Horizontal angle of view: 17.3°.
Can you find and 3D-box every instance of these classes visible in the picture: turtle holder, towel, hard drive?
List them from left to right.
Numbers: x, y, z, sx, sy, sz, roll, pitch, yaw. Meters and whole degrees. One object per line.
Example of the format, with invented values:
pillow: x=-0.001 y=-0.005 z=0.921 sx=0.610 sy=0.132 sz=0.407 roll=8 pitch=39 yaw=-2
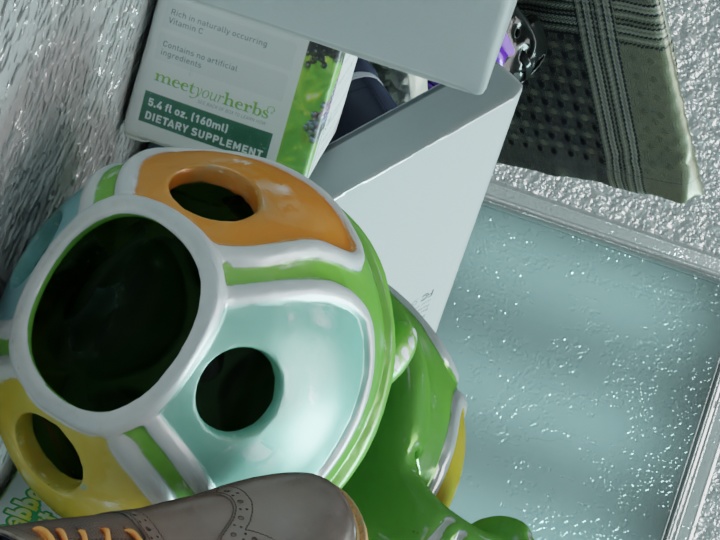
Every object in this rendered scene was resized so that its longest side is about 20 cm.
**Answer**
turtle holder: x=-0.079 y=0.038 z=0.836 sx=0.185 sy=0.141 sz=0.132 roll=-34 pitch=162 yaw=7
turtle holder: x=-0.010 y=0.064 z=0.962 sx=0.132 sy=0.185 sz=0.141 roll=35 pitch=61 yaw=-59
hard drive: x=0.000 y=0.000 z=1.099 sx=0.132 sy=0.027 sz=0.200 roll=-31 pitch=155 yaw=-30
towel: x=0.089 y=-0.137 z=1.239 sx=0.035 sy=0.192 sz=0.201 roll=-38 pitch=128 yaw=-36

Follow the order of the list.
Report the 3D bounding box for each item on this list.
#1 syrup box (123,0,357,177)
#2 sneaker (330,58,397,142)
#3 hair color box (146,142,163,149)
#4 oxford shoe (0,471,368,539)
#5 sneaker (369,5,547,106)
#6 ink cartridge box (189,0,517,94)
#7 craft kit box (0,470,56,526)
syrup box: x=-0.027 y=-0.143 z=0.946 sx=0.081 sy=0.079 sz=0.201 roll=-64 pitch=172 yaw=-65
sneaker: x=-0.051 y=-0.039 z=1.183 sx=0.070 sy=0.109 sz=0.200 roll=2 pitch=147 yaw=-48
hair color box: x=-0.046 y=-0.094 z=1.072 sx=0.099 sy=0.060 sz=0.201 roll=68 pitch=40 yaw=-85
oxford shoe: x=-0.081 y=0.107 z=0.727 sx=0.200 sy=0.071 sz=0.073 roll=-25 pitch=149 yaw=-25
sneaker: x=0.050 y=-0.092 z=1.195 sx=0.070 sy=0.099 sz=0.201 roll=26 pitch=-59 yaw=58
ink cartridge box: x=0.006 y=-0.185 z=0.679 sx=0.145 sy=0.144 sz=0.201 roll=100 pitch=8 yaw=-67
craft kit box: x=-0.157 y=0.191 z=0.976 sx=0.200 sy=0.048 sz=0.198 roll=-67 pitch=172 yaw=-60
